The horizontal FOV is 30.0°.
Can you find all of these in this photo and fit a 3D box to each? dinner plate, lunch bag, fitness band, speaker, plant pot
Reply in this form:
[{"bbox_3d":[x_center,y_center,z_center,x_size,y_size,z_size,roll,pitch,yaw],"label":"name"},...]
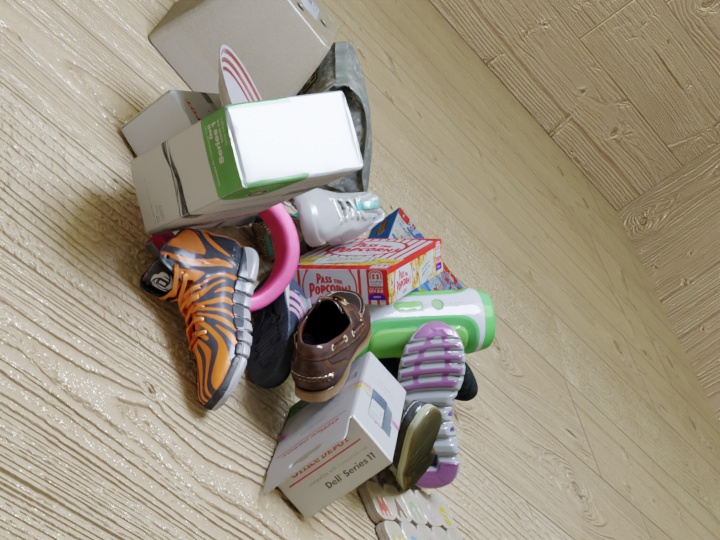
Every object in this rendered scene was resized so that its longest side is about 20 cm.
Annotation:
[{"bbox_3d":[-0.125,-0.163,1.542,0.200,0.024,0.200,-21,90,-83],"label":"dinner plate"},{"bbox_3d":[-0.040,-0.206,1.876,0.164,0.117,0.200,-90,-177,-60],"label":"lunch bag"},{"bbox_3d":[-0.150,-0.044,1.444,0.200,0.037,0.144,46,61,-23],"label":"fitness band"},{"bbox_3d":[0.062,0.067,1.668,0.200,0.089,0.089,-3,46,-16],"label":"speaker"},{"bbox_3d":[-0.144,-0.324,1.854,0.200,0.177,0.200,49,19,-16],"label":"plant pot"}]

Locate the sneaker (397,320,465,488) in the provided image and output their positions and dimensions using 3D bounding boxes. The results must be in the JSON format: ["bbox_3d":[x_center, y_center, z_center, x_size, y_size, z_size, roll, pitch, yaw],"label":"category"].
[{"bbox_3d":[0.082,0.159,1.632,0.088,0.080,0.201,-113,-155,-85],"label":"sneaker"}]

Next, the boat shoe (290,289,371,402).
[{"bbox_3d":[-0.030,0.063,1.438,0.200,0.070,0.070,-73,160,-64],"label":"boat shoe"}]

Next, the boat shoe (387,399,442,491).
[{"bbox_3d":[0.046,0.190,1.500,0.066,0.072,0.201,34,-20,15],"label":"boat shoe"}]

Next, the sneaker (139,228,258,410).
[{"bbox_3d":[-0.169,0.043,1.340,0.112,0.078,0.200,22,44,-23],"label":"sneaker"}]

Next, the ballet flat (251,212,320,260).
[{"bbox_3d":[-0.086,-0.043,1.717,0.200,0.070,0.065,-12,96,-68],"label":"ballet flat"}]

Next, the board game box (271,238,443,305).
[{"bbox_3d":[0.000,0.000,1.660,0.200,0.151,0.046,-29,117,-66],"label":"board game box"}]

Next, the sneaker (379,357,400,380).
[{"bbox_3d":[0.039,0.094,1.755,0.200,0.074,0.082,50,1,6],"label":"sneaker"}]

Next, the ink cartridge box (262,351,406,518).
[{"bbox_3d":[-0.024,0.175,1.376,0.067,0.117,0.200,50,19,-11],"label":"ink cartridge box"}]

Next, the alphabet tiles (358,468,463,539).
[{"bbox_3d":[0.067,0.297,1.557,0.200,0.015,0.196,25,35,-57],"label":"alphabet tiles"}]

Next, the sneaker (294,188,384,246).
[{"bbox_3d":[-0.021,-0.073,1.623,0.200,0.088,0.075,0,77,-77],"label":"sneaker"}]

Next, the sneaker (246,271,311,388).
[{"bbox_3d":[-0.078,0.076,1.494,0.082,0.070,0.200,44,23,-24],"label":"sneaker"}]

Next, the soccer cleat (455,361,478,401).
[{"bbox_3d":[0.087,0.123,1.849,0.200,0.067,0.081,47,37,-21],"label":"soccer cleat"}]

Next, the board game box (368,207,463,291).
[{"bbox_3d":[0.087,0.023,2.015,0.196,0.056,0.200,51,19,-11],"label":"board game box"}]

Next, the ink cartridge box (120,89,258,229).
[{"bbox_3d":[-0.175,-0.131,1.589,0.144,0.084,0.200,58,18,7],"label":"ink cartridge box"}]

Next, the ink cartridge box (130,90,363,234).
[{"bbox_3d":[-0.118,-0.105,1.335,0.146,0.200,0.084,-13,87,-38],"label":"ink cartridge box"}]
